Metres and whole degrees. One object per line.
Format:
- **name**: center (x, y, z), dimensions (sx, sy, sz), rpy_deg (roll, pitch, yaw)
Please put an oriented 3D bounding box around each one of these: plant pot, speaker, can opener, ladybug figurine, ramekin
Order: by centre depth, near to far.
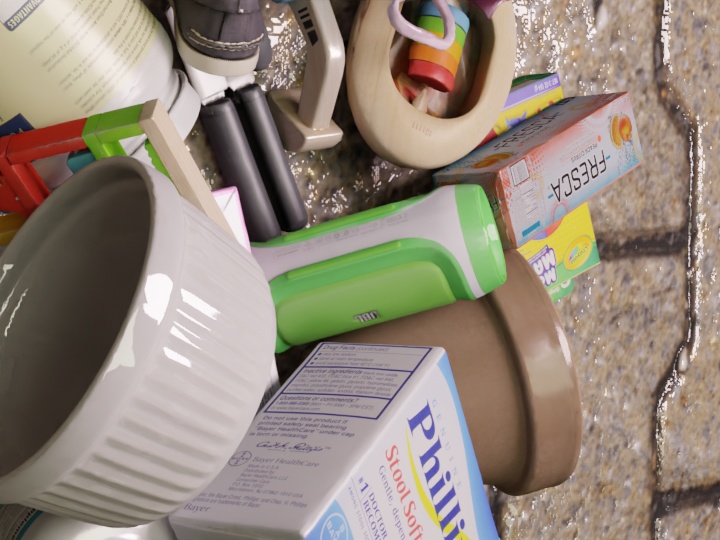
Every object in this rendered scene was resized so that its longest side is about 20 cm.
- **ramekin**: center (-0.136, 0.047, 0.791), dimensions (0.105, 0.200, 0.201), rpy_deg (31, 76, -33)
- **speaker**: center (0.000, 0.000, 1.016), dimensions (0.199, 0.089, 0.089), rpy_deg (-16, 108, 12)
- **can opener**: center (-0.082, -0.114, 1.025), dimensions (0.053, 0.067, 0.201), rpy_deg (-30, 110, -30)
- **plant pot**: center (0.049, 0.092, 1.085), dimensions (0.173, 0.200, 0.202), rpy_deg (-15, 103, -15)
- **ladybug figurine**: center (0.051, -0.167, 1.102), dimensions (0.135, 0.072, 0.201), rpy_deg (25, 70, -15)

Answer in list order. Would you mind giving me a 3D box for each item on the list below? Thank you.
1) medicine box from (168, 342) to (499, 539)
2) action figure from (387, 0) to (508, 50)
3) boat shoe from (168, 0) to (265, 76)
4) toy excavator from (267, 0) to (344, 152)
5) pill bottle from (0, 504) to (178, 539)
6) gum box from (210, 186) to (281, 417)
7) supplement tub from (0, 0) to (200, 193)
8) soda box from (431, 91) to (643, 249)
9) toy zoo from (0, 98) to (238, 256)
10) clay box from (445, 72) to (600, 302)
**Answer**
- **medicine box**: center (-0.006, 0.175, 0.913), dimensions (0.200, 0.102, 0.183), rpy_deg (-47, 128, -47)
- **action figure**: center (0.062, -0.264, 1.061), dimensions (0.134, 0.200, 0.149), rpy_deg (20, 114, -44)
- **boat shoe**: center (-0.104, -0.207, 0.930), dimensions (0.072, 0.201, 0.063), rpy_deg (-2, 132, -22)
- **toy excavator**: center (-0.037, -0.210, 1.021), dimensions (0.099, 0.194, 0.201), rpy_deg (-10, 72, -35)
- **pill bottle**: center (-0.180, 0.172, 0.888), dimensions (0.110, 0.200, 0.112), rpy_deg (-10, 110, -29)
- **gum box**: center (-0.118, 0.049, 0.975), dimensions (0.066, 0.113, 0.201), rpy_deg (-17, 99, -34)
- **supplement tub**: center (-0.209, -0.143, 0.884), dimensions (0.200, 0.145, 0.145), rpy_deg (49, 66, -28)
- **soda box**: center (0.143, -0.080, 1.112), dimensions (0.200, 0.068, 0.064), rpy_deg (-31, 112, -43)
- **toy zoo**: center (-0.186, -0.028, 0.869), dimensions (0.021, 0.199, 0.132), rpy_deg (-83, 155, -46)
- **clay box**: center (0.138, -0.055, 1.202), dimensions (0.114, 0.047, 0.201), rpy_deg (-26, 108, -32)
